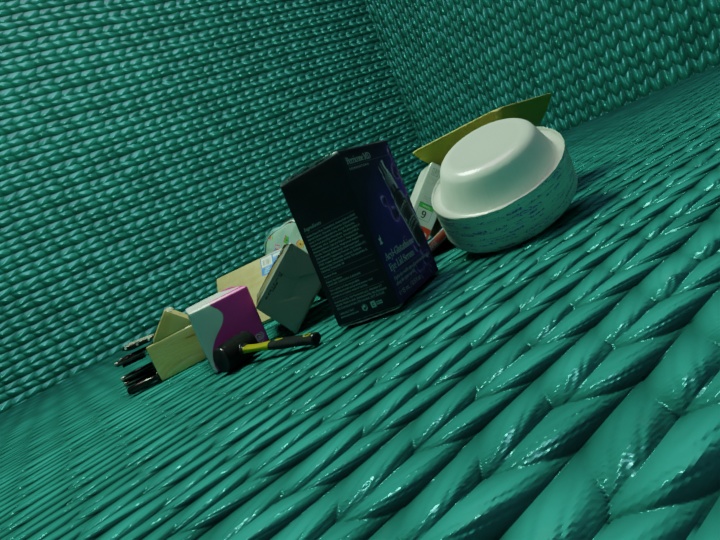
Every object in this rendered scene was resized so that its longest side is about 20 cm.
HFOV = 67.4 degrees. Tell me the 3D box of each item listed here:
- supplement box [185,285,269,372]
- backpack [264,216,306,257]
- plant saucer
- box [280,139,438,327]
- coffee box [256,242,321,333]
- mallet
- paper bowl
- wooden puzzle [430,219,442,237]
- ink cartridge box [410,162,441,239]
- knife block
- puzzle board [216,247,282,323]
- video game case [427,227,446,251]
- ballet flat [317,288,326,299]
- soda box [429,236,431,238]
[{"bbox_3d":[-0.231,0.092,0.917,0.099,0.106,0.199,-25,5,-18],"label":"supplement box"},{"bbox_3d":[-0.136,-0.038,1.257,0.197,0.181,0.151,-24,1,45],"label":"backpack"},{"bbox_3d":[0.224,-0.242,0.969,0.197,0.050,0.197,-28,7,-40],"label":"plant saucer"},{"bbox_3d":[0.004,-0.054,0.721,0.102,0.205,0.147,-19,8,32],"label":"box"},{"bbox_3d":[-0.120,0.023,0.922,0.117,0.078,0.200,-60,10,-3],"label":"coffee box"},{"bbox_3d":[-0.133,0.108,0.738,0.197,0.042,0.065,-13,12,48],"label":"mallet"},{"bbox_3d":[0.189,-0.130,0.749,0.196,0.106,0.203,-26,29,16],"label":"paper bowl"},{"bbox_3d":[0.220,-0.167,1.030,0.182,0.047,0.202,-26,-24,-28],"label":"wooden puzzle"},{"bbox_3d":[0.105,-0.088,0.997,0.109,0.049,0.206,-143,74,-86],"label":"ink cartridge box"},{"bbox_3d":[-0.358,0.172,1.037,0.064,0.195,0.181,-173,104,-75],"label":"knife block"},{"bbox_3d":[-0.215,0.046,1.148,0.195,0.154,0.017,-24,-33,11],"label":"puzzle board"},{"bbox_3d":[0.193,-0.113,0.947,0.200,0.017,0.143,-47,-3,22],"label":"video game case"},{"bbox_3d":[0.000,0.000,0.972,0.197,0.070,0.072,-27,-6,35],"label":"ballet flat"},{"bbox_3d":[0.081,-0.080,1.239,0.196,0.065,0.068,-20,8,36],"label":"soda box"}]
